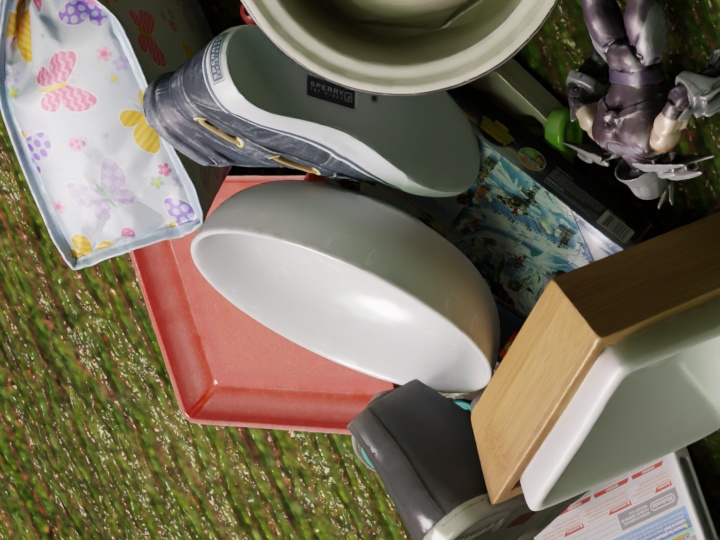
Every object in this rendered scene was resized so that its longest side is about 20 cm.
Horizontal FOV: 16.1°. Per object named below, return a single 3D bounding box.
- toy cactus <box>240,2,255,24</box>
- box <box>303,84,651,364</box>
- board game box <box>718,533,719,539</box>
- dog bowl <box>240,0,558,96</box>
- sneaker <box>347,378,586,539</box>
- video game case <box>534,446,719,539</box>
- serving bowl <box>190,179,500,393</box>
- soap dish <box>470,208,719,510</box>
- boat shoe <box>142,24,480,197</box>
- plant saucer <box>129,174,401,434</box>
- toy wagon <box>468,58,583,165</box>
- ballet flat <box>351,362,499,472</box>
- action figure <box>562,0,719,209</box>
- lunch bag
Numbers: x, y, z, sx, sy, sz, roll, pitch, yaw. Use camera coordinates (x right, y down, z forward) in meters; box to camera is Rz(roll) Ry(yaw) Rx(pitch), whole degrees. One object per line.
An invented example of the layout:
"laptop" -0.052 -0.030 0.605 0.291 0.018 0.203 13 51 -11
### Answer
"toy cactus" -0.060 -0.155 1.596 0.101 0.200 0.166 -6 85 2
"box" 0.066 -0.036 1.580 0.200 0.040 0.137 39 133 8
"board game box" 0.335 0.195 1.585 0.165 0.057 0.200 48 134 -2
"dog bowl" 0.023 -0.203 1.411 0.198 0.074 0.202 1 110 4
"sneaker" 0.076 0.115 1.598 0.075 0.200 0.107 -43 71 23
"video game case" 0.177 0.190 1.659 0.143 0.018 0.201 -32 70 44
"serving bowl" 0.000 0.000 1.545 0.199 0.066 0.200 23 162 8
"soap dish" 0.167 0.050 1.523 0.081 0.199 0.158 50 137 23
"boat shoe" -0.027 -0.087 1.489 0.199 0.071 0.091 21 154 -35
"plant saucer" -0.063 0.017 1.763 0.199 0.037 0.201 2 119 35
"toy wagon" 0.078 -0.042 1.624 0.154 0.040 0.201 7 123 32
"ballet flat" 0.088 0.084 1.676 0.199 0.064 0.068 -14 111 20
"action figure" 0.159 -0.130 1.478 0.130 0.069 0.201 7 116 46
"lunch bag" -0.166 -0.129 1.636 0.126 0.170 0.201 -15 111 14
